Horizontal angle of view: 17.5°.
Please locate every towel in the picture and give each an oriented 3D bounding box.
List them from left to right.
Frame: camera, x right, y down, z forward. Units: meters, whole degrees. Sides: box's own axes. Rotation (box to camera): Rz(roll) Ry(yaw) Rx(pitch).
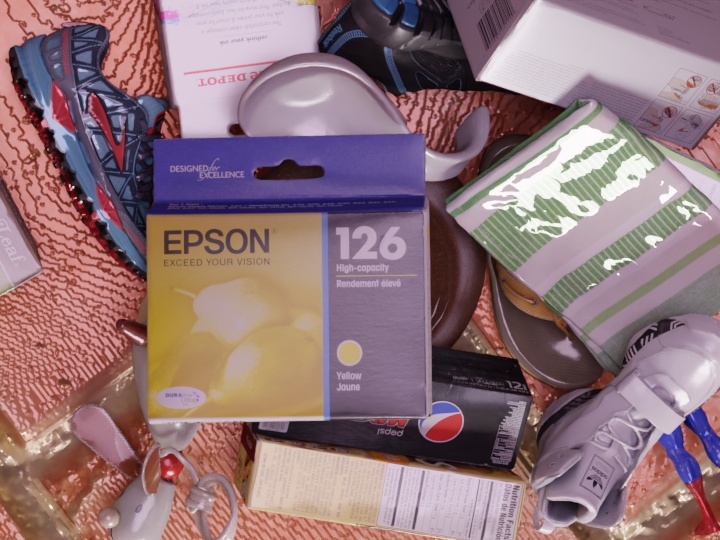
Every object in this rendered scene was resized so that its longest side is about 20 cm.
[{"bbox_3d":[0.179,-0.022,1.696,0.152,0.023,0.200,-37,112,26],"label":"towel"}]

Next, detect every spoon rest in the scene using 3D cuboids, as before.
[{"bbox_3d":[0.007,-0.105,1.669,0.199,0.099,0.061,10,50,-30],"label":"spoon rest"}]

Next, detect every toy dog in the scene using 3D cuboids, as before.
[{"bbox_3d":[-0.155,0.105,1.699,0.096,0.132,0.201,9,83,-41],"label":"toy dog"}]

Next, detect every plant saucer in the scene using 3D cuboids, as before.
[{"bbox_3d":[0.000,0.000,1.735,0.200,0.037,0.201,-3,106,-10],"label":"plant saucer"}]

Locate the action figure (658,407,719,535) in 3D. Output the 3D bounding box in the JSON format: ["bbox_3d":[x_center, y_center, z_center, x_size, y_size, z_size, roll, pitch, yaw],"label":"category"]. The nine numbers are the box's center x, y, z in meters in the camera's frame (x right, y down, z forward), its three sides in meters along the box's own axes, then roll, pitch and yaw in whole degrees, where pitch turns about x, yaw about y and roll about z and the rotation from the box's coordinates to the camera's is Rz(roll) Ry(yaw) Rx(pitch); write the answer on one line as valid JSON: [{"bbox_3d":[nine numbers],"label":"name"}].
[{"bbox_3d":[0.236,0.101,1.790,0.065,0.052,0.201,-25,92,-12],"label":"action figure"}]

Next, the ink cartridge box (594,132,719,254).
[{"bbox_3d":[0.260,-0.043,1.757,0.199,0.104,0.059,24,90,-10],"label":"ink cartridge box"}]

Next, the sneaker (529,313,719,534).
[{"bbox_3d":[0.196,0.118,1.704,0.075,0.115,0.200,39,130,-15],"label":"sneaker"}]

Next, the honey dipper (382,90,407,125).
[{"bbox_3d":[-0.051,-0.059,1.744,0.200,0.038,0.038,-40,98,-3],"label":"honey dipper"}]

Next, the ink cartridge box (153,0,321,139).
[{"bbox_3d":[-0.091,-0.184,1.715,0.116,0.067,0.201,-7,93,-8],"label":"ink cartridge box"}]

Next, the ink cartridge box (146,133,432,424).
[{"bbox_3d":[-0.050,0.005,1.627,0.197,0.047,0.201,-1,90,3],"label":"ink cartridge box"}]

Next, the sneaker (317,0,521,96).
[{"bbox_3d":[0.056,-0.165,1.722,0.200,0.082,0.073,14,51,-40],"label":"sneaker"}]

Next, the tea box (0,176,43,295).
[{"bbox_3d":[-0.353,-0.044,1.649,0.196,0.134,0.200,-27,97,-5],"label":"tea box"}]

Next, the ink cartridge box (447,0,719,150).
[{"bbox_3d":[0.164,-0.197,1.697,0.199,0.176,0.084,15,130,-29],"label":"ink cartridge box"}]

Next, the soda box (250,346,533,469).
[{"bbox_3d":[0.019,0.091,1.705,0.199,0.071,0.064,10,111,-11],"label":"soda box"}]

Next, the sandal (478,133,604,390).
[{"bbox_3d":[0.136,-0.004,1.765,0.080,0.054,0.201,-14,95,-8],"label":"sandal"}]

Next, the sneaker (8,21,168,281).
[{"bbox_3d":[-0.175,-0.089,1.702,0.095,0.079,0.200,-28,97,-8],"label":"sneaker"}]

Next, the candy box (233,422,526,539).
[{"bbox_3d":[0.012,0.156,1.724,0.199,0.115,0.056,9,94,-9],"label":"candy box"}]
